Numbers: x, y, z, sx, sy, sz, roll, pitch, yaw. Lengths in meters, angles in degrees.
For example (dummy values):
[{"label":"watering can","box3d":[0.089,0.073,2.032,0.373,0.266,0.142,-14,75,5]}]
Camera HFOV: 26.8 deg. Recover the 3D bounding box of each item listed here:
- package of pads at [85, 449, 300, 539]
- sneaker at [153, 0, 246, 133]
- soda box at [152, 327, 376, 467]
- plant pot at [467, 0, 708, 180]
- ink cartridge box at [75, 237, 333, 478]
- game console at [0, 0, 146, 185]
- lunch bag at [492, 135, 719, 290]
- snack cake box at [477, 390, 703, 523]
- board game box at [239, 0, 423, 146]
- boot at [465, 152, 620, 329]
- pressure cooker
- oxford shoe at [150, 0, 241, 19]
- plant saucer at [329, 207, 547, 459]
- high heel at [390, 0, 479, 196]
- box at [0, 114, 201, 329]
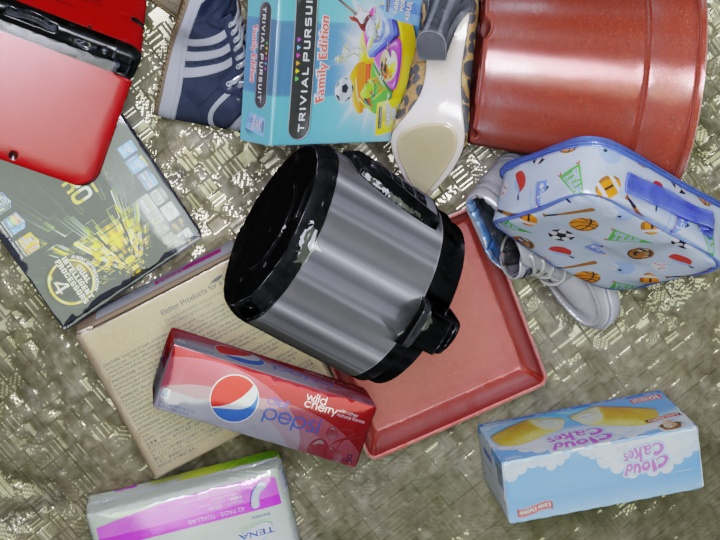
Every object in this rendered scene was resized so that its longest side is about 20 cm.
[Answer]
[{"label":"package of pads","box3d":[-0.158,0.280,1.501,0.198,0.068,0.156,-14,103,-4]},{"label":"sneaker","box3d":[-0.116,-0.203,1.362,0.108,0.070,0.201,16,138,-8]},{"label":"soda box","box3d":[-0.090,0.117,1.398,0.198,0.070,0.064,18,98,-12]},{"label":"plant pot","box3d":[0.200,-0.181,1.396,0.193,0.201,0.203,5,102,-1]},{"label":"ink cartridge box","box3d":[-0.149,0.078,1.455,0.199,0.075,0.166,-26,104,-2]},{"label":"game console","box3d":[-0.305,-0.197,1.344,0.199,0.173,0.119,19,127,-19]},{"label":"lunch bag","box3d":[0.232,-0.049,1.372,0.199,0.160,0.076,23,65,-30]},{"label":"snack cake box","box3d":[0.227,0.184,1.510,0.198,0.115,0.068,-10,103,-6]},{"label":"board game box","box3d":[-0.014,-0.193,1.376,0.199,0.047,0.152,-7,106,-42]},{"label":"boot","box3d":[0.170,-0.010,1.462,0.201,0.073,0.096,55,47,-8]},{"label":"pressure cooker","box3d":[-0.002,0.002,1.352,0.199,0.178,0.177,29,53,-19]},{"label":"oxford shoe","box3d":[-0.186,-0.288,1.369,0.200,0.075,0.070,43,93,-15]},{"label":"plant saucer","box3d":[0.061,0.059,1.500,0.198,0.037,0.201,-23,105,-2]},{"label":"high heel","box3d":[0.077,-0.176,1.404,0.071,0.143,0.201,11,132,8]},{"label":"box","box3d":[-0.268,-0.071,1.420,0.161,0.049,0.201,-33,103,-3]}]
